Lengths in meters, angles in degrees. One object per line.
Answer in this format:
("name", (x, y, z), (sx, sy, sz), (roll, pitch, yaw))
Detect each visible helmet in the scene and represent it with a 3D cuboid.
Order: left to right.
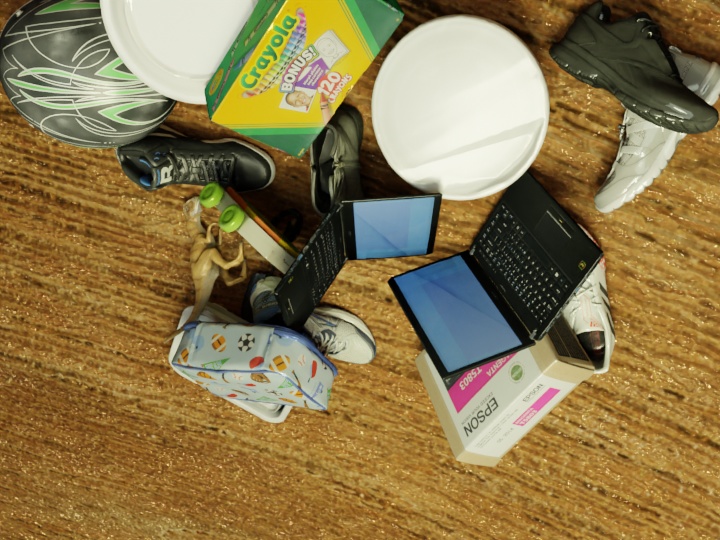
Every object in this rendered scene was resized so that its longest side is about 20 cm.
("helmet", (-0.315, -0.238, 0.912), (0.197, 0.191, 0.203), (5, 117, 11))

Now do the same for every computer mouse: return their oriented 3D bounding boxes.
("computer mouse", (-0.125, 0.003, 1.072), (0.058, 0.034, 0.202), (22, 118, 4))

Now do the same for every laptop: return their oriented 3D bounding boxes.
("laptop", (0.000, 0.000, 0.925), (0.103, 0.201, 0.178), (30, 162, 13))
("laptop", (0.147, -0.002, 0.895), (0.102, 0.178, 0.201), (11, 123, -33))

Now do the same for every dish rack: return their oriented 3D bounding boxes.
("dish rack", (-0.175, 0.129, 1.125), (0.198, 0.044, 0.172), (29, 134, -1))

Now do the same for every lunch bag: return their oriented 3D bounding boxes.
("lunch bag", (-0.137, 0.126, 1.002), (0.198, 0.076, 0.160), (4, 155, 26))

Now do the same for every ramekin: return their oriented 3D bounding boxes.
("ramekin", (0.116, -0.191, 0.882), (0.199, 0.094, 0.205), (6, 116, 11))

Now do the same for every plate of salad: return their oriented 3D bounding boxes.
("plate of salad", (-0.175, -0.279, 0.818), (0.197, 0.048, 0.202), (-1, 118, -1))

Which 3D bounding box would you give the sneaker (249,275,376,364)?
("sneaker", (-0.067, 0.091, 1.059), (0.198, 0.086, 0.077), (27, 120, -17))

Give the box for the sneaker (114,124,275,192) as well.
("sneaker", (-0.217, -0.127, 0.987), (0.197, 0.112, 0.074), (13, 119, 7))

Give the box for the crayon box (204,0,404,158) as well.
("crayon box", (-0.063, -0.225, 0.800), (0.118, 0.059, 0.200), (18, 127, -35))

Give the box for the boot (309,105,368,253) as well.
("boot", (-0.035, -0.095, 0.946), (0.067, 0.131, 0.202), (3, 117, 12))

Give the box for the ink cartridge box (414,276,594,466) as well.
("ink cartridge box", (0.173, 0.120, 0.976), (0.074, 0.166, 0.201), (16, 125, -34))

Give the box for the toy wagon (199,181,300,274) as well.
("toy wagon", (-0.136, -0.054, 0.973), (0.040, 0.200, 0.155), (-46, 133, 0))

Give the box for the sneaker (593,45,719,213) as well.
("sneaker", (0.322, -0.157, 0.871), (0.082, 0.075, 0.201), (38, 114, 12))

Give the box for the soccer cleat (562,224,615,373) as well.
("soccer cleat", (0.277, 0.034, 0.956), (0.068, 0.085, 0.202), (-12, 112, 19))

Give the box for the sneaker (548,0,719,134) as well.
("sneaker", (0.291, -0.215, 0.801), (0.200, 0.076, 0.091), (43, 110, 28))

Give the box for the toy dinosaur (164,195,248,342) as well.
("toy dinosaur", (-0.210, 0.001, 1.057), (0.105, 0.060, 0.203), (-3, 75, -2))
